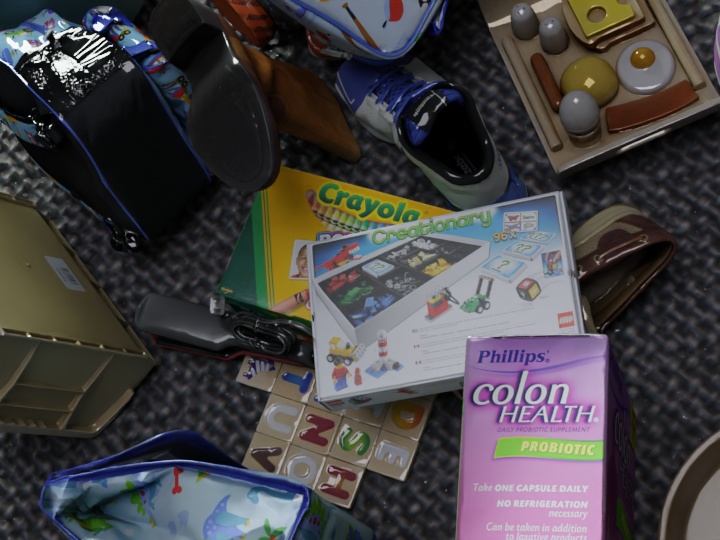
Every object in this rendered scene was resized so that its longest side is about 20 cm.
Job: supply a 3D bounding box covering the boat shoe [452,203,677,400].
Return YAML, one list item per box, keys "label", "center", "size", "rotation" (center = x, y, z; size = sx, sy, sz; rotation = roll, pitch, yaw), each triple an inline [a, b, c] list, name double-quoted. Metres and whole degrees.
- label: "boat shoe"
  center: [0.152, 0.032, 1.036]
  size: [0.200, 0.072, 0.072]
  rotation: [-38, 32, -7]

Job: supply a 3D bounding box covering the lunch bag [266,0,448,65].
- label: "lunch bag"
  center: [0.012, -0.265, 1.100]
  size: [0.160, 0.076, 0.201]
  rotation: [29, 87, -12]

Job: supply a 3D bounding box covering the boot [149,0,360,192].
- label: "boot"
  center: [-0.067, -0.115, 1.110]
  size: [0.068, 0.200, 0.189]
  rotation: [-45, 57, 14]

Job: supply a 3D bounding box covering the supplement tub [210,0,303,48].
- label: "supplement tub"
  center: [-0.047, -0.296, 1.215]
  size: [0.200, 0.123, 0.123]
  rotation: [-43, 63, -3]

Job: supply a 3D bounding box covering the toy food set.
- label: "toy food set"
  center: [0.190, -0.181, 1.125]
  size: [0.143, 0.060, 0.201]
  rotation: [-23, 61, 7]

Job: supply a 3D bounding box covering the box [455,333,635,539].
- label: "box"
  center: [0.129, 0.166, 0.939]
  size: [0.096, 0.176, 0.201]
  rotation: [-3, 67, 16]

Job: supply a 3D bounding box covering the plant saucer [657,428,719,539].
- label: "plant saucer"
  center: [0.305, 0.193, 0.956]
  size: [0.199, 0.029, 0.202]
  rotation: [-7, 66, 15]

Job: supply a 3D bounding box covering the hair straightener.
- label: "hair straightener"
  center: [-0.097, 0.053, 1.103]
  size: [0.199, 0.077, 0.041]
  rotation: [16, 72, 27]

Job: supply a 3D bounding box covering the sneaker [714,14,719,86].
- label: "sneaker"
  center: [0.316, -0.118, 1.034]
  size: [0.072, 0.114, 0.201]
  rotation: [-27, 64, 3]

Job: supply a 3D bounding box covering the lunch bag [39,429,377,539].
- label: "lunch bag"
  center: [-0.108, 0.195, 1.003]
  size: [0.199, 0.170, 0.128]
  rotation: [8, 71, 22]

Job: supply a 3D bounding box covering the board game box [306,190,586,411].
- label: "board game box"
  center: [0.062, 0.023, 1.022]
  size: [0.199, 0.035, 0.127]
  rotation: [-11, 67, 15]

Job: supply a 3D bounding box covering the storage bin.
- label: "storage bin"
  center: [-0.292, 0.027, 1.120]
  size: [0.094, 0.198, 0.200]
  rotation: [-49, 62, 13]

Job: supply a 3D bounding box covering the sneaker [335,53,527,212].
- label: "sneaker"
  center: [0.054, -0.126, 1.117]
  size: [0.080, 0.115, 0.200]
  rotation: [-39, 63, -3]

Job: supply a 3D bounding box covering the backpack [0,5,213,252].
- label: "backpack"
  center: [-0.230, -0.140, 1.184]
  size: [0.134, 0.183, 0.200]
  rotation: [-43, 51, -13]

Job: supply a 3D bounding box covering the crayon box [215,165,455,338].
- label: "crayon box"
  center: [0.000, 0.000, 1.106]
  size: [0.199, 0.058, 0.119]
  rotation: [16, 74, 23]

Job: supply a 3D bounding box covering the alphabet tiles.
- label: "alphabet tiles"
  center: [-0.016, 0.081, 1.114]
  size: [0.166, 0.008, 0.201]
  rotation: [16, 73, 22]

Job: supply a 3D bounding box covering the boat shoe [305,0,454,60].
- label: "boat shoe"
  center: [0.041, -0.241, 1.196]
  size: [0.199, 0.063, 0.071]
  rotation: [-31, 81, -11]

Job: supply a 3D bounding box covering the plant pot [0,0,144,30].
- label: "plant pot"
  center: [-0.278, -0.295, 1.262]
  size: [0.199, 0.161, 0.202]
  rotation: [-7, 64, 15]
